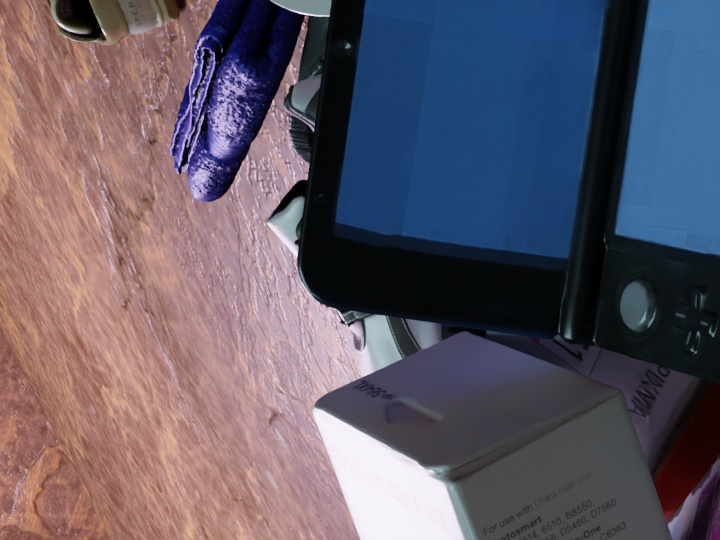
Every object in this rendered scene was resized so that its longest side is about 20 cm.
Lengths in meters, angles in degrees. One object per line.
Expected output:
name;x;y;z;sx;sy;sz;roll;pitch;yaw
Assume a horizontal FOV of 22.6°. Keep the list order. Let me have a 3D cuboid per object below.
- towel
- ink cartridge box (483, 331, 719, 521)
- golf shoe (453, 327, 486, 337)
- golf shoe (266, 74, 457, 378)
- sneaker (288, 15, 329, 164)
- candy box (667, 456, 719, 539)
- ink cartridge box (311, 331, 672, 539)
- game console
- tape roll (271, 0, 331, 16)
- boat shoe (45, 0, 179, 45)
towel;-0.064;-0.137;1.005;0.049;0.148;0.200;17;160;-8
ink cartridge box;0.130;0.076;0.783;0.173;0.044;0.200;37;147;16
golf shoe;0.090;0.053;0.946;0.200;0.078;0.095;54;160;21
golf shoe;0.000;0.000;0.864;0.078;0.094;0.201;177;93;-77
sneaker;0.007;-0.136;0.903;0.091;0.076;0.200;-91;11;-47
candy box;0.201;0.110;0.692;0.136;0.061;0.200;17;152;1
ink cartridge box;0.070;0.138;0.740;0.146;0.084;0.200;19;131;66
game console;0.074;-0.069;0.644;0.171;0.118;0.201;17;101;62
tape roll;-0.005;-0.210;0.767;0.203;0.037;0.203;11;105;49
boat shoe;-0.202;-0.207;1.350;0.200;0.066;0.074;16;133;64
